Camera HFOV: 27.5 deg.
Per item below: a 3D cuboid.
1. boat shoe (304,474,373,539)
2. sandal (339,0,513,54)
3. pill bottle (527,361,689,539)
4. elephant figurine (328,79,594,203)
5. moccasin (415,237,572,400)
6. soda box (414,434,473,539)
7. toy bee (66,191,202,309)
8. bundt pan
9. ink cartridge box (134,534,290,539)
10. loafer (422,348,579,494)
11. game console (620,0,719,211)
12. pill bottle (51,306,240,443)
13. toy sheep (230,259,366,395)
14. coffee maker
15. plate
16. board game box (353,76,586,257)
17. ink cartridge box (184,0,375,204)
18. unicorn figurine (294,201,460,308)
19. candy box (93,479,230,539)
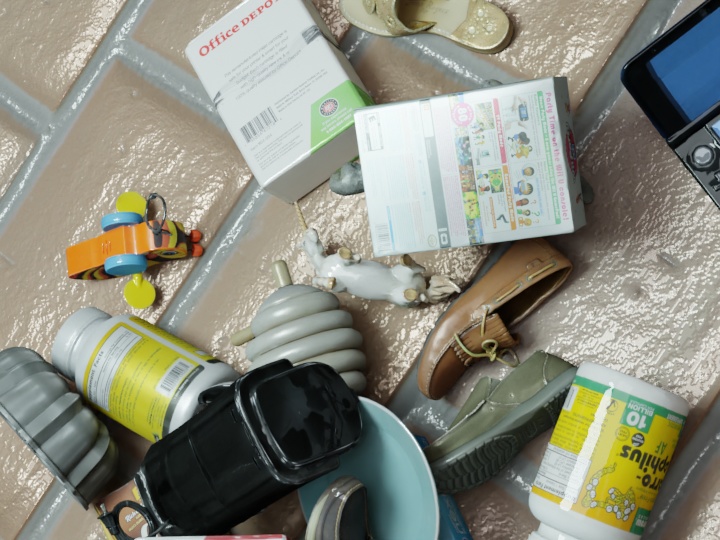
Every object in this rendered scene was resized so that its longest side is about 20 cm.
[{"bbox_3d":[-0.006,0.289,1.422,0.073,0.074,0.200,20,122,31],"label":"boat shoe"},{"bbox_3d":[0.061,-0.290,1.594,0.212,0.070,0.078,19,87,25],"label":"sandal"},{"bbox_3d":[0.227,0.198,1.403,0.113,0.113,0.200,21,87,25],"label":"pill bottle"},{"bbox_3d":[0.101,-0.086,1.506,0.200,0.142,0.155,-42,52,3],"label":"elephant figurine"},{"bbox_3d":[0.135,0.055,1.497,0.201,0.074,0.078,-45,58,-2],"label":"moccasin"},{"bbox_3d":[0.068,0.267,1.481,0.068,0.064,0.200,-30,69,14],"label":"soda box"},{"bbox_3d":[-0.238,-0.021,1.658,0.200,0.109,0.131,8,91,48],"label":"toy bee"},{"bbox_3d":[-0.338,0.162,1.607,0.076,0.202,0.202,-42,65,-16],"label":"bundt pan"},{"bbox_3d":[-0.130,0.309,1.429,0.147,0.200,0.083,-2,73,4],"label":"ink cartridge box"},{"bbox_3d":[0.132,0.149,1.464,0.200,0.075,0.070,-32,53,-12],"label":"loafer"},{"bbox_3d":[0.383,-0.173,1.412,0.200,0.118,0.171,-38,68,12],"label":"game console"},{"bbox_3d":[-0.236,0.117,1.610,0.200,0.112,0.112,26,90,25],"label":"pill bottle"},{"bbox_3d":[-0.061,0.085,1.537,0.138,0.138,0.200,-24,82,16],"label":"toy sheep"},{"bbox_3d":[-0.118,0.187,1.419,0.135,0.192,0.200,45,136,-6],"label":"coffee maker"},{"bbox_3d":[0.011,0.218,1.449,0.200,0.026,0.200,12,107,45],"label":"plate"},{"bbox_3d":[0.105,-0.099,1.412,0.200,0.064,0.148,-6,95,21],"label":"board game box"},{"bbox_3d":[-0.081,-0.199,1.626,0.145,0.084,0.200,-34,69,12],"label":"ink cartridge box"},{"bbox_3d":[0.000,0.000,1.532,0.200,0.137,0.074,28,87,1],"label":"unicorn figurine"},{"bbox_3d":[-0.195,0.313,1.584,0.117,0.056,0.200,-32,68,14],"label":"candy box"}]
